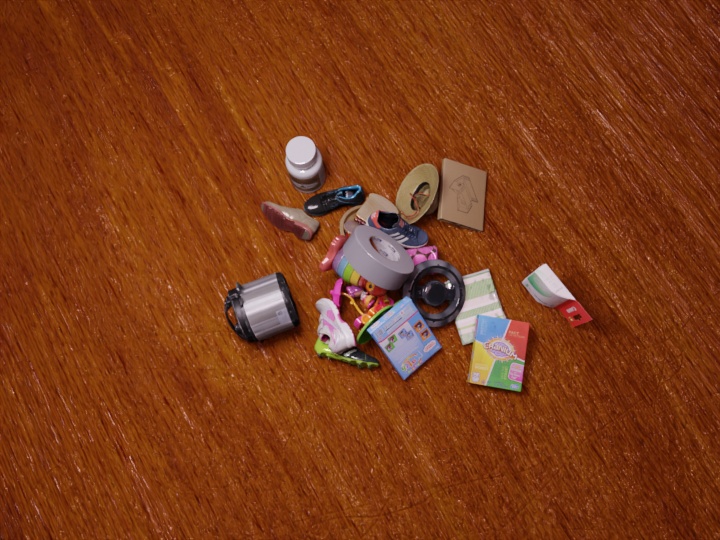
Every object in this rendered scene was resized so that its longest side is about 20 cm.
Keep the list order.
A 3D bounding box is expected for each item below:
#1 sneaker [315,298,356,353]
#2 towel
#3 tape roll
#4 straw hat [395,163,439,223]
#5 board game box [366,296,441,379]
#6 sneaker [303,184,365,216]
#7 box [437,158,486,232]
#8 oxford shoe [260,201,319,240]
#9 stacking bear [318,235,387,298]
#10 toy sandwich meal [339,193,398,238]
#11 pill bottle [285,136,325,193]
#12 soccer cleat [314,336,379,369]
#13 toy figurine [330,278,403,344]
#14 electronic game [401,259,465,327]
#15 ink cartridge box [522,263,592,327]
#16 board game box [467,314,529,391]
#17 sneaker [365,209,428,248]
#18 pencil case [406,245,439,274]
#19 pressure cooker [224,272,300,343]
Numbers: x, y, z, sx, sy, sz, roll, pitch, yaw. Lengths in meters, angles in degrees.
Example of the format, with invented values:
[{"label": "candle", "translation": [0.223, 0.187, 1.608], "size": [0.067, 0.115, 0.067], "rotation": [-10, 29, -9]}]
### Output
[{"label": "sneaker", "translation": [-0.091, 0.160, 1.640], "size": [0.088, 0.082, 0.200], "rotation": [-28, 46, -11]}, {"label": "towel", "translation": [0.351, 0.109, 1.708], "size": [0.152, 0.023, 0.201], "rotation": [-16, 78, -2]}, {"label": "tape roll", "translation": [0.051, -0.038, 1.568], "size": [0.200, 0.200, 0.066], "rotation": [42, 116, 10]}, {"label": "straw hat", "translation": [0.200, -0.223, 1.756], "size": [0.085, 0.200, 0.202], "rotation": [23, 74, -33]}, {"label": "board game box", "translation": [0.129, 0.197, 1.622], "size": [0.151, 0.037, 0.200], "rotation": [-39, 117, -9]}, {"label": "sneaker", "translation": [-0.085, -0.230, 1.769], "size": [0.199, 0.082, 0.074], "rotation": [-16, 76, -3]}, {"label": "box", "translation": [0.318, -0.235, 1.759], "size": [0.162, 0.021, 0.201], "rotation": [13, 75, -24]}, {"label": "oxford shoe", "translation": [-0.222, -0.167, 1.775], "size": [0.199, 0.071, 0.075], "rotation": [32, 52, 10]}, {"label": "stacking bear", "translation": [0.000, 0.000, 1.631], "size": [0.200, 0.114, 0.122], "rotation": [36, 111, 17]}, {"label": "toy sandwich meal", "translation": [0.034, -0.140, 1.728], "size": [0.204, 0.070, 0.206], "rotation": [5, 60, -9]}, {"label": "pill bottle", "translation": [-0.171, -0.326, 1.733], "size": [0.113, 0.200, 0.115], "rotation": [0, 76, 1]}, {"label": "soccer cleat", "translation": [-0.037, 0.235, 1.662], "size": [0.199, 0.068, 0.082], "rotation": [14, 69, 6]}, {"label": "toy figurine", "translation": [0.004, 0.088, 1.676], "size": [0.200, 0.151, 0.184], "rotation": [-35, 67, -29]}, {"label": "electronic game", "translation": [0.218, 0.067, 1.669], "size": [0.198, 0.042, 0.202], "rotation": [0, 90, -13]}, {"label": "ink cartridge box", "translation": [0.565, 0.085, 1.637], "size": [0.050, 0.161, 0.201], "rotation": [-33, 78, -5]}, {"label": "board game box", "translation": [0.404, 0.241, 1.650], "size": [0.152, 0.040, 0.202], "rotation": [9, 83, 2]}, {"label": "sneaker", "translation": [0.119, -0.125, 1.662], "size": [0.199, 0.085, 0.075], "rotation": [15, 64, -15]}, {"label": "pencil case", "translation": [0.143, -0.014, 1.709], "size": [0.199, 0.091, 0.094], "rotation": [-12, 71, -4]}, {"label": "pressure cooker", "translation": [-0.292, 0.111, 1.637], "size": [0.199, 0.179, 0.177], "rotation": [-21, 79, -5]}]
